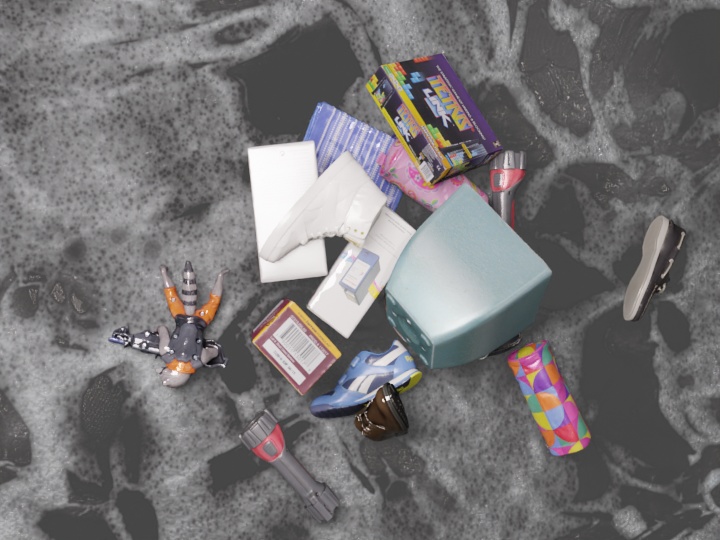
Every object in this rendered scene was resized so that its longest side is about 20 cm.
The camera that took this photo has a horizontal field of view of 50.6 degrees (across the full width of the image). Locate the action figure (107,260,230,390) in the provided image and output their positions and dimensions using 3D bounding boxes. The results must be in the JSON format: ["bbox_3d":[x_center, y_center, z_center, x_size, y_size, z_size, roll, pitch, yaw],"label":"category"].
[{"bbox_3d":[-0.301,0.089,1.210,0.194,0.105,0.199,6,78,-12],"label":"action figure"}]

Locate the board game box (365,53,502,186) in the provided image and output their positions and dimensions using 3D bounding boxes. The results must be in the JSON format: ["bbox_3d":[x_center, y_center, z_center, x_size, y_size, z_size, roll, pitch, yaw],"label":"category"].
[{"bbox_3d":[0.124,-0.253,1.256,0.163,0.057,0.203,-24,79,-40],"label":"board game box"}]

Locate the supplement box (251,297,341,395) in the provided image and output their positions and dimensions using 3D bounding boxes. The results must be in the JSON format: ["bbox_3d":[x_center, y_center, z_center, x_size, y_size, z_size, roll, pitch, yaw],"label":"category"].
[{"bbox_3d":[-0.106,0.113,1.192,0.086,0.200,0.111,-44,96,-7],"label":"supplement box"}]

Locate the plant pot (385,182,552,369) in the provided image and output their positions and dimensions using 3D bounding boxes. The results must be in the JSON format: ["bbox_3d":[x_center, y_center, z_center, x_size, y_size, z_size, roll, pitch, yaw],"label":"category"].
[{"bbox_3d":[0.146,0.035,1.176,0.198,0.198,0.196,-37,67,-14],"label":"plant pot"}]

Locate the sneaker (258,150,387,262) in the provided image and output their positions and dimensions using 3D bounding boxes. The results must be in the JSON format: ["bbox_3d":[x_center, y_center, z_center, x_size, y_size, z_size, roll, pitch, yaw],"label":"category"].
[{"bbox_3d":[-0.047,-0.062,1.104,0.116,0.074,0.200,44,87,-3],"label":"sneaker"}]

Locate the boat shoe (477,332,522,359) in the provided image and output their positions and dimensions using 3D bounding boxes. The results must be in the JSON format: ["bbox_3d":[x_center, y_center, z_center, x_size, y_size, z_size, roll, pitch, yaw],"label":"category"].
[{"bbox_3d":[0.194,0.114,1.315,0.194,0.062,0.077,3,87,-10],"label":"boat shoe"}]

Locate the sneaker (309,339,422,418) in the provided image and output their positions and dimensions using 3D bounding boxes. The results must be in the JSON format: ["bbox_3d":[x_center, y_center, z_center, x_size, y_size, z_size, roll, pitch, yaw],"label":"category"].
[{"bbox_3d":[0.002,0.186,1.276,0.196,0.074,0.084,-23,70,-2],"label":"sneaker"}]

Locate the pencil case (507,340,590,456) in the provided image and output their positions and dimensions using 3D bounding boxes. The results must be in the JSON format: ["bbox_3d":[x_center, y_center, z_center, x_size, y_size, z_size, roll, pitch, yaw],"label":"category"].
[{"bbox_3d":[0.330,0.224,1.330,0.087,0.088,0.204,-26,95,-9],"label":"pencil case"}]

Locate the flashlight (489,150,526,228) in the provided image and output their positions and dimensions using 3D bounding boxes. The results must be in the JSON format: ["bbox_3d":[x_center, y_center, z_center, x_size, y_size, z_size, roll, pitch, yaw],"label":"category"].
[{"bbox_3d":[0.256,-0.103,1.327,0.066,0.068,0.206,-1,93,3],"label":"flashlight"}]

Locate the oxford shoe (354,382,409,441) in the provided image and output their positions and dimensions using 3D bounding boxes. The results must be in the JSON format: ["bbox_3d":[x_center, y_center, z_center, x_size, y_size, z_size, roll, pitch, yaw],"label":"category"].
[{"bbox_3d":[0.032,0.238,1.219,0.082,0.201,0.074,-17,63,-6],"label":"oxford shoe"}]

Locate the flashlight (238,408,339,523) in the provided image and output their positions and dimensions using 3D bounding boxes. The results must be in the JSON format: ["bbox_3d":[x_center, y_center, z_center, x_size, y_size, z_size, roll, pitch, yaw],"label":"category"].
[{"bbox_3d":[-0.115,0.323,1.258,0.201,0.067,0.068,50,47,-10],"label":"flashlight"}]

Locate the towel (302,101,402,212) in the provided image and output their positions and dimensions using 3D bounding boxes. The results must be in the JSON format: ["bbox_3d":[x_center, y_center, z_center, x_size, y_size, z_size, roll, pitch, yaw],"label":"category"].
[{"bbox_3d":[-0.009,-0.184,1.306,0.196,0.024,0.148,24,85,-9],"label":"towel"}]

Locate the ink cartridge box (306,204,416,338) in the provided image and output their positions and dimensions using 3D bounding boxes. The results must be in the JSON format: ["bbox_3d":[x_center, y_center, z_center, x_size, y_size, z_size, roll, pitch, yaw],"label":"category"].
[{"bbox_3d":[0.000,0.000,1.233,0.087,0.145,0.202,37,87,-2],"label":"ink cartridge box"}]

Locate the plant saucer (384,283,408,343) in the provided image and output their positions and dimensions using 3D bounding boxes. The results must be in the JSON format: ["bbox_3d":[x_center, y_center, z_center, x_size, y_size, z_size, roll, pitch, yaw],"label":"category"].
[{"bbox_3d":[0.136,0.056,1.286,0.194,0.035,0.205,1,61,-1],"label":"plant saucer"}]

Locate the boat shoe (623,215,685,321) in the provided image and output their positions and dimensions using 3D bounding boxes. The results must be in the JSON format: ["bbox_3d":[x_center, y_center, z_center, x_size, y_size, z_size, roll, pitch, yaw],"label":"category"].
[{"bbox_3d":[0.533,0.004,1.377,0.059,0.074,0.204,24,77,-4],"label":"boat shoe"}]

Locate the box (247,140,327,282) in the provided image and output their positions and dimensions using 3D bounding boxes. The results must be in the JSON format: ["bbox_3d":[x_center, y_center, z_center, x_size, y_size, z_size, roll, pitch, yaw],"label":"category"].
[{"bbox_3d":[-0.113,-0.092,1.209,0.103,0.152,0.206,-5,93,-3],"label":"box"}]

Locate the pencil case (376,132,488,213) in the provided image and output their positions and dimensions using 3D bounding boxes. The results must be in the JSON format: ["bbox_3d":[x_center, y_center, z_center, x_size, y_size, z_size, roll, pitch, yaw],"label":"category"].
[{"bbox_3d":[0.122,-0.146,1.287,0.197,0.087,0.089,32,83,-16],"label":"pencil case"}]
